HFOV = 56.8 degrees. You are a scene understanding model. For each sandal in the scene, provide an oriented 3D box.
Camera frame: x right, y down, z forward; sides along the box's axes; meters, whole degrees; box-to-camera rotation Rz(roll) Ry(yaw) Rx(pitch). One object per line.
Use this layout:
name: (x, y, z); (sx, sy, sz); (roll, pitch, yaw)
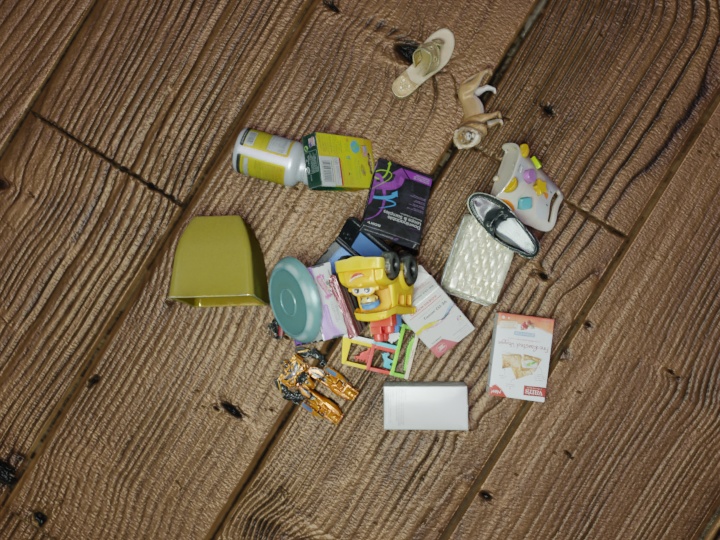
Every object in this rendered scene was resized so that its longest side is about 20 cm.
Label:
sandal: (0.157, -0.509, 1.617); (0.078, 0.070, 0.212); (42, 91, 3)

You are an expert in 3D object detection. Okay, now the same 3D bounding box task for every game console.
game console: (0.000, 0.000, 1.595); (0.200, 0.176, 0.116); (40, 63, 3)

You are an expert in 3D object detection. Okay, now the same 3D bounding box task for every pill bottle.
pill bottle: (-0.199, -0.267, 1.610); (0.200, 0.112, 0.112); (16, 90, 3)

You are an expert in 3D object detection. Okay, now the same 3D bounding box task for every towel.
towel: (-0.026, 0.070, 1.500); (0.023, 0.200, 0.144); (-19, 92, 9)

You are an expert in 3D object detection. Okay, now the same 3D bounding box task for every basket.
basket: (0.282, -0.027, 1.573); (0.135, 0.123, 0.200); (19, 89, 2)

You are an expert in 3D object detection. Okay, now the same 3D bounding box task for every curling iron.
curling iron: (-0.195, 0.087, 1.593); (0.050, 0.026, 0.200); (26, 127, 17)

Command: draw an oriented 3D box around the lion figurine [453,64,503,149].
lion figurine: (0.275, -0.396, 1.616); (0.122, 0.072, 0.200); (-11, 74, 15)

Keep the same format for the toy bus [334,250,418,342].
toy bus: (0.038, 0.059, 1.443); (0.135, 0.200, 0.192); (-4, 84, 28)

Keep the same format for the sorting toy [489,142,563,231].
sorting toy: (0.402, -0.186, 1.569); (0.180, 0.107, 0.200); (32, 65, -21)

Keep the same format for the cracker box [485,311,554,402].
cracker box: (0.381, 0.206, 1.595); (0.134, 0.058, 0.200); (7, 90, 4)

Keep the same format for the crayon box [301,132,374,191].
crayon box: (-0.046, -0.255, 1.590); (0.051, 0.200, 0.127); (-10, 86, 42)

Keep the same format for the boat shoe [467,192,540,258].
boat shoe: (0.317, -0.098, 1.474); (0.074, 0.066, 0.199); (-43, 88, 14)

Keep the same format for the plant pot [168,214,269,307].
plant pot: (-0.328, -0.023, 1.580); (0.194, 0.196, 0.200); (-2, 80, 3)

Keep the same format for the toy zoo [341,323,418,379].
toy zoo: (0.035, 0.178, 1.616); (0.200, 0.020, 0.132); (14, 90, -6)

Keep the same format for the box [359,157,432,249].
box: (0.087, -0.160, 1.576); (0.143, 0.036, 0.200); (17, 63, -9)

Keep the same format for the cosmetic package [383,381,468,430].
cosmetic package: (0.154, 0.322, 1.591); (0.199, 0.085, 0.108); (1, 89, 2)

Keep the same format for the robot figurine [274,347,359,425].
robot figurine: (-0.111, 0.278, 1.619); (0.200, 0.058, 0.145); (33, 90, 3)

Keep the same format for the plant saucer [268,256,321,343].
plant saucer: (-0.154, 0.069, 1.491); (0.027, 0.200, 0.201); (-15, 87, -36)

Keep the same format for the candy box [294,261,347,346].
candy box: (-0.112, 0.082, 1.550); (0.071, 0.200, 0.168); (-15, 87, -25)

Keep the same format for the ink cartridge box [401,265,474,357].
ink cartridge box: (0.161, 0.096, 1.557); (0.116, 0.068, 0.200); (-40, 117, 6)
